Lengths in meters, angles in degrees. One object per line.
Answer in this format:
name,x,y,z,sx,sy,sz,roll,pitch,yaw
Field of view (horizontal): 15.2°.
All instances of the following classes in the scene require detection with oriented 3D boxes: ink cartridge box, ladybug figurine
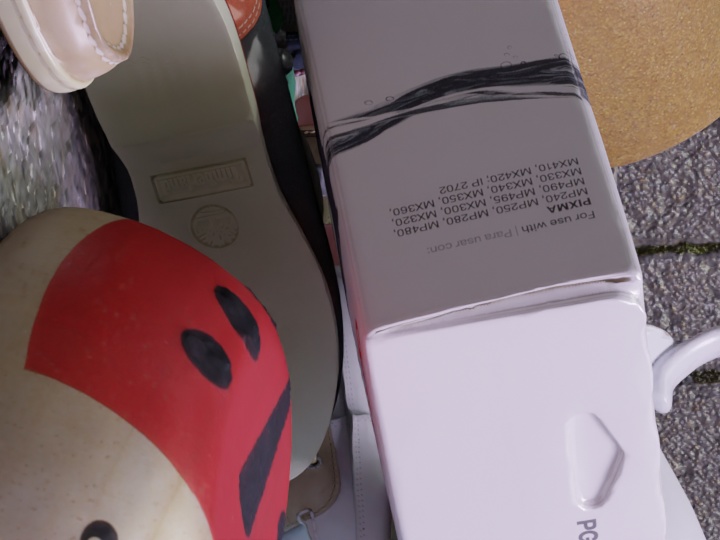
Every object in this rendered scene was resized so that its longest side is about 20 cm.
ink cartridge box,0.034,-0.010,0.856,0.145,0.084,0.200,78,0,-46
ladybug figurine,-0.061,0.053,0.709,0.200,0.072,0.136,-74,158,-65

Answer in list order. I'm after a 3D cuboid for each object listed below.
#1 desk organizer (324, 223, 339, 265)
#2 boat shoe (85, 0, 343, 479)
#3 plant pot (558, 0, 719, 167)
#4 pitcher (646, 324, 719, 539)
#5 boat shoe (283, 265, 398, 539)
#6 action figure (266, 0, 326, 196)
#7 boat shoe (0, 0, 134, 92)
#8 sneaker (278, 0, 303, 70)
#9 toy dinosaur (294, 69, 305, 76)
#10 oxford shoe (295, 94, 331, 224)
desk organizer,-0.006,0.082,1.010,0.072,0.077,0.200,108,-23,-58
boat shoe,-0.047,-0.024,0.855,0.063,0.071,0.200,-83,162,-60
plant pot,0.067,-0.144,0.978,0.200,0.186,0.187,60,22,-28
pitcher,0.115,0.113,1.147,0.121,0.171,0.200,75,12,-60
boat shoe,-0.011,0.082,0.928,0.075,0.068,0.200,85,2,-45
action figure,-0.047,-0.093,0.929,0.118,0.055,0.200,-79,159,-47
boat shoe,-0.074,-0.148,0.722,0.072,0.065,0.201,-46,132,-78
sneaker,-0.029,-0.174,1.054,0.086,0.077,0.201,39,43,-53
toy dinosaur,0.040,-0.189,1.103,0.200,0.105,0.182,-17,94,-36
oxford shoe,0.000,0.000,1.170,0.200,0.071,0.074,58,43,-59
